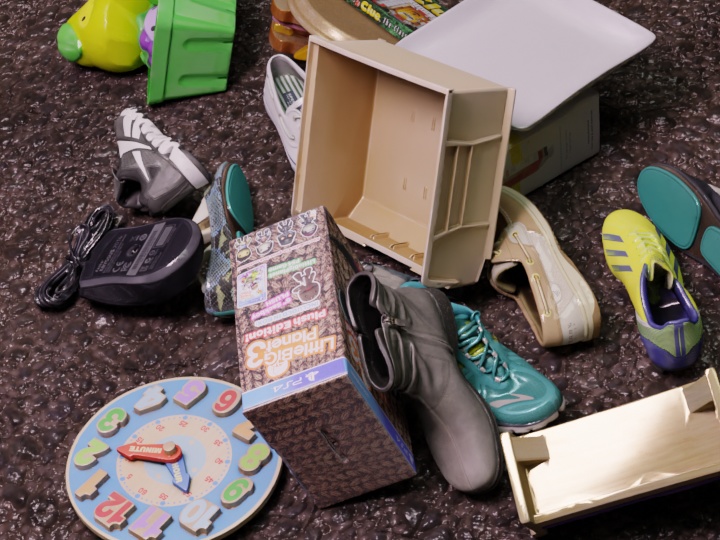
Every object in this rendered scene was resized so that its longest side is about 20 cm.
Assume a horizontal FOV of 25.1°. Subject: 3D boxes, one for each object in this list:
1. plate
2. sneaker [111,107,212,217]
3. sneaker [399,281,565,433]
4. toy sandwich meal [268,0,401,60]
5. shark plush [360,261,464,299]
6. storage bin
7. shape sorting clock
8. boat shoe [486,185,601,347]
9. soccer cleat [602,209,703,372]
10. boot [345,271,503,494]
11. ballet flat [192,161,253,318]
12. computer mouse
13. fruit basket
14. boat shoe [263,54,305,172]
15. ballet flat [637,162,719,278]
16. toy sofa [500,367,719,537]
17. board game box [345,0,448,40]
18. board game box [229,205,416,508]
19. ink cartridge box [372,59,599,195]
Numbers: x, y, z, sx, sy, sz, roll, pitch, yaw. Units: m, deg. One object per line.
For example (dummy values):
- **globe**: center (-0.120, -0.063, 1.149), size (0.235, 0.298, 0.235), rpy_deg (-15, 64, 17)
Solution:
- **plate**: center (0.167, -0.225, 1.667), size (0.199, 0.032, 0.200), rpy_deg (-35, 51, -23)
- **sneaker**: center (-0.233, -0.111, 1.709), size (0.090, 0.067, 0.200), rpy_deg (-45, 36, -6)
- **sneaker**: center (0.100, 0.080, 1.475), size (0.077, 0.080, 0.199), rpy_deg (-39, 53, -25)
- **toy sandwich meal**: center (-0.009, -0.260, 1.811), size (0.204, 0.071, 0.206), rpy_deg (19, 31, -12)
- **shark plush**: center (0.000, 0.000, 1.580), size (0.198, 0.092, 0.083), rpy_deg (-6, 16, 11)
- **storage bin**: center (0.036, -0.105, 1.549), size (0.093, 0.200, 0.199), rpy_deg (-10, 26, -40)
- **shape sorting clock**: center (-0.168, 0.171, 1.464), size (0.198, 0.039, 0.201), rpy_deg (-5, 47, 5)
- **boat shoe**: center (0.156, -0.006, 1.549), size (0.066, 0.074, 0.200), rpy_deg (-19, 47, -16)
- **soccer cleat**: center (0.274, 0.003, 1.513), size (0.064, 0.084, 0.201), rpy_deg (-12, 46, -1)
- **boot**: center (0.046, 0.101, 1.393), size (0.067, 0.130, 0.201), rpy_deg (-27, 73, 27)
- **ballet flat**: center (-0.142, -0.031, 1.634), size (0.074, 0.075, 0.201), rpy_deg (-11, 43, 0)
- **computer mouse**: center (-0.224, -0.006, 1.618), size (0.199, 0.053, 0.139), rpy_deg (-2, 46, 40)
- **fruit basket**: center (-0.245, -0.293, 1.851), size (0.214, 0.156, 0.217), rpy_deg (7, 46, -8)
- **boat shoe**: center (-0.058, -0.157, 1.732), size (0.073, 0.067, 0.200), rpy_deg (-28, 49, -15)
- **ballet flat**: center (0.344, -0.038, 1.560), size (0.073, 0.073, 0.200), rpy_deg (-24, 42, -13)
- **toy sofa**: center (0.226, 0.157, 1.359), size (0.199, 0.098, 0.083), rpy_deg (-19, 67, 15)
- **board game box**: center (0.066, -0.276, 1.797), size (0.200, 0.024, 0.105), rpy_deg (38, 31, 22)
- **board game box**: center (-0.035, 0.076, 1.433), size (0.096, 0.160, 0.201), rpy_deg (-21, 46, 12)
- **ink cartridge box**: center (0.127, -0.143, 1.675), size (0.199, 0.084, 0.145), rpy_deg (-30, 49, -19)
